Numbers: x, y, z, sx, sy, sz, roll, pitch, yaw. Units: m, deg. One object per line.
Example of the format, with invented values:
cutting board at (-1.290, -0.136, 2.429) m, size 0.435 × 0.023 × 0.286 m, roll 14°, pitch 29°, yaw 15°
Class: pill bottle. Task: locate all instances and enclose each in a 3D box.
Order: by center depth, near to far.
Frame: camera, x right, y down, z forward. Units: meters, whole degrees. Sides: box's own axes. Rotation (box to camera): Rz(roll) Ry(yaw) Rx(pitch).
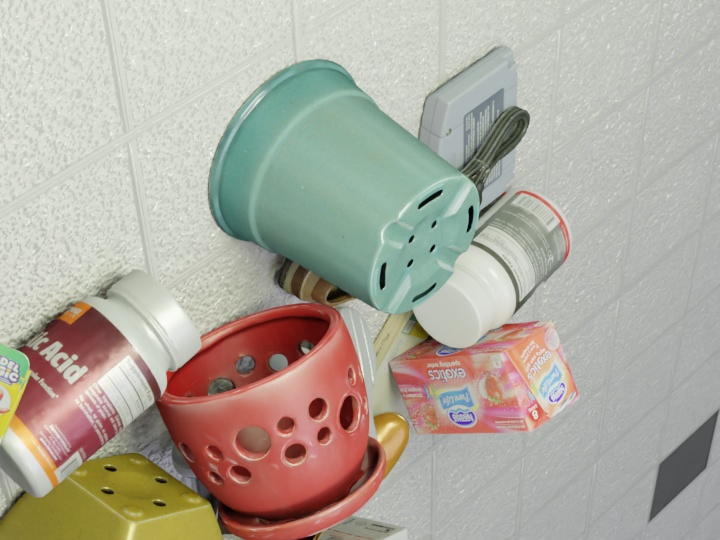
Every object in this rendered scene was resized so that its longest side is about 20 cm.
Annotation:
pill bottle at (-0.246, 0.096, 1.375) m, size 0.200 × 0.114 × 0.114 m, roll -41°, pitch 147°, yaw -21°
pill bottle at (0.152, -0.002, 1.797) m, size 0.200 × 0.114 × 0.114 m, roll -42°, pitch 148°, yaw -39°

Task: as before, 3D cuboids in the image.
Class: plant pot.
plant pot at (-0.006, -0.069, 1.465) m, size 0.200 × 0.196 × 0.200 m, roll -33°, pitch 142°, yaw -31°
plant pot at (-0.246, 0.293, 1.507) m, size 0.194 × 0.195 × 0.200 m, roll -3°, pitch 115°, yaw -53°
plant pot at (-0.084, 0.154, 1.518) m, size 0.200 × 0.200 × 0.183 m, roll -32°, pitch 114°, yaw -33°

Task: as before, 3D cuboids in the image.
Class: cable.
cable at (0.115, -0.105, 1.700) m, size 0.097 × 0.050 × 0.200 m, roll 39°, pitch 75°, yaw -52°

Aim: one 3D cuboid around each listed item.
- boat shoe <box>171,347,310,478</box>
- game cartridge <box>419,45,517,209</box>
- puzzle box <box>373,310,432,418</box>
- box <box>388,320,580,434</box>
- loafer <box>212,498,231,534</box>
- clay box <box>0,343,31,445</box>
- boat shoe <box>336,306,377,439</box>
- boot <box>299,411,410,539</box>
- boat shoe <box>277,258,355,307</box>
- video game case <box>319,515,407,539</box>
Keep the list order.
boat shoe at (-0.120, 0.165, 1.664) m, size 0.200 × 0.071 × 0.070 m, roll -43°, pitch 145°, yaw -31°
game cartridge at (0.120, -0.141, 1.725) m, size 0.133 × 0.042 × 0.200 m, roll -33°, pitch 143°, yaw -25°
puzzle box at (0.062, 0.093, 1.881) m, size 0.133 × 0.025 × 0.200 m, roll 19°, pitch 104°, yaw -58°
box at (0.141, 0.127, 1.789) m, size 0.095 × 0.200 × 0.103 m, roll -29°, pitch 103°, yaw -36°
loafer at (-0.088, 0.230, 1.763) m, size 0.200 × 0.071 × 0.073 m, roll -47°, pitch 148°, yaw -14°
clay box at (-0.351, 0.129, 1.263) m, size 0.048 × 0.115 × 0.200 m, roll -90°, pitch -154°, yaw -74°
boat shoe at (-0.027, 0.142, 1.730) m, size 0.072 × 0.071 × 0.200 m, roll 2°, pitch 83°, yaw -44°
boot at (-0.021, 0.255, 1.814) m, size 0.201 × 0.071 × 0.144 m, roll -44°, pitch -178°, yaw 8°
boat shoe at (0.000, 0.000, 1.656) m, size 0.200 × 0.074 × 0.076 m, roll -21°, pitch 136°, yaw -46°
video game case at (-0.061, 0.333, 1.841) m, size 0.200 × 0.143 × 0.018 m, roll -16°, pitch 105°, yaw -46°
